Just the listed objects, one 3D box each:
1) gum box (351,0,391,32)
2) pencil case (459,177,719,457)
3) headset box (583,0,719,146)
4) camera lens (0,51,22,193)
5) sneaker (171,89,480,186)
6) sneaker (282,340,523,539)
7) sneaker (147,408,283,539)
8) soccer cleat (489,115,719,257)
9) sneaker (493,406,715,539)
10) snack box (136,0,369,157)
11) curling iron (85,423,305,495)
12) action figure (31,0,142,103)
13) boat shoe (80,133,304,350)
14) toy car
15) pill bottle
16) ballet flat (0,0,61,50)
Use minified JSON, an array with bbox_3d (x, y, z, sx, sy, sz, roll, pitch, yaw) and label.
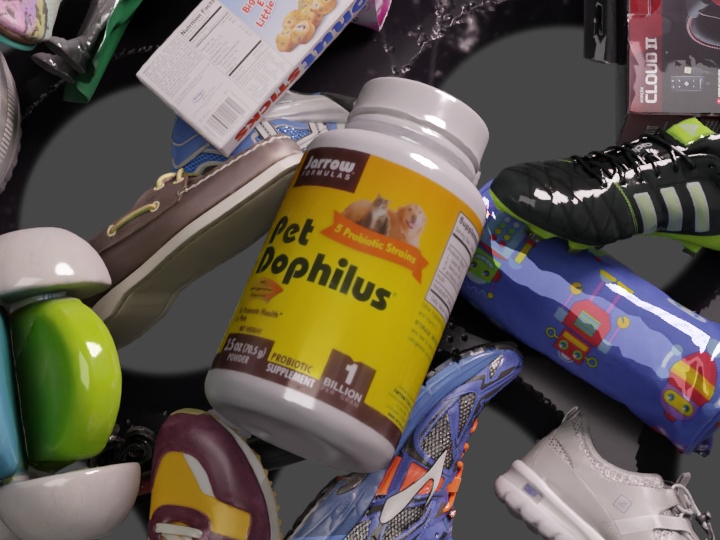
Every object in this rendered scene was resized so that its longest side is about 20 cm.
[{"bbox_3d":[-0.013,-0.268,1.011,0.113,0.066,0.201,16,81,8],"label":"gum box"},{"bbox_3d":[0.138,0.027,0.937,0.200,0.087,0.078,34,108,11],"label":"pencil case"},{"bbox_3d":[0.236,-0.154,0.968,0.199,0.075,0.149,0,78,4],"label":"headset box"},{"bbox_3d":[-0.294,-0.106,0.929,0.159,0.200,0.161,-1,79,4],"label":"camera lens"},{"bbox_3d":[-0.024,-0.068,0.976,0.199,0.076,0.077,13,86,16],"label":"sneaker"},{"bbox_3d":[0.032,0.124,0.936,0.078,0.075,0.200,40,92,1],"label":"sneaker"},{"bbox_3d":[-0.093,0.180,0.882,0.075,0.090,0.201,-3,100,35],"label":"sneaker"},{"bbox_3d":[0.161,-0.052,0.911,0.068,0.199,0.081,52,130,46],"label":"soccer cleat"},{"bbox_3d":[0.176,0.156,0.910,0.200,0.075,0.082,36,85,10],"label":"sneaker"},{"bbox_3d":[-0.040,-0.165,0.946,0.072,0.024,0.200,41,86,13],"label":"snack box"},{"bbox_3d":[-0.077,0.105,0.927,0.199,0.050,0.026,-8,36,23],"label":"curling iron"},{"bbox_3d":[-0.134,-0.206,0.996,0.055,0.118,0.200,35,71,-17],"label":"action figure"},{"bbox_3d":[-0.112,-0.023,0.943,0.200,0.072,0.060,-38,70,25],"label":"boat shoe"},{"bbox_3d":[-0.225,0.074,0.890,0.199,0.150,0.176,-15,80,40],"label":"toy car"},{"bbox_3d":[0.000,0.000,0.864,0.109,0.109,0.201,20,74,7],"label":"pill bottle"},{"bbox_3d":[-0.201,-0.178,0.944,0.069,0.200,0.071,38,94,-16],"label":"ballet flat"}]
